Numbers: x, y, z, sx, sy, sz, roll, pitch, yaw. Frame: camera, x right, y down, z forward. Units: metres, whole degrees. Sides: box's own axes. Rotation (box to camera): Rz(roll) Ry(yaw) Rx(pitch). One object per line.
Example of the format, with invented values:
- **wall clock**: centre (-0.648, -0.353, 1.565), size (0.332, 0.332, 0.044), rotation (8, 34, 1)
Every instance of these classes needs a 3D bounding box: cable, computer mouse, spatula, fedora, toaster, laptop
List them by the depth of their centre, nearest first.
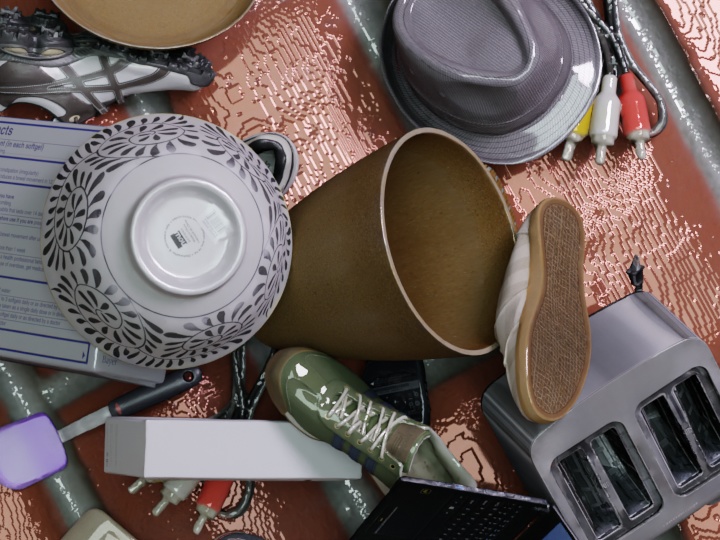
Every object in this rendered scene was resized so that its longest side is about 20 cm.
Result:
- **laptop**: centre (0.096, 0.262, 1.536), size (0.200, 0.177, 0.103), rotation (11, 55, -16)
- **toaster**: centre (0.216, 0.129, 1.563), size (0.181, 0.119, 0.200), rotation (-32, 116, -6)
- **fedora**: centre (0.102, -0.193, 1.600), size (0.177, 0.090, 0.200), rotation (-45, 72, 2)
- **cable**: centre (-0.108, 0.132, 1.611), size (0.097, 0.050, 0.200), rotation (32, 85, 0)
- **spatula**: centre (-0.226, 0.128, 1.612), size (0.200, 0.021, 0.057), rotation (-24, 86, 5)
- **computer mouse**: centre (0.026, 0.058, 1.638), size (0.059, 0.034, 0.200), rotation (-9, 81, 13)
- **cable**: centre (0.221, -0.190, 1.644), size (0.097, 0.050, 0.200), rotation (0, 87, -2)

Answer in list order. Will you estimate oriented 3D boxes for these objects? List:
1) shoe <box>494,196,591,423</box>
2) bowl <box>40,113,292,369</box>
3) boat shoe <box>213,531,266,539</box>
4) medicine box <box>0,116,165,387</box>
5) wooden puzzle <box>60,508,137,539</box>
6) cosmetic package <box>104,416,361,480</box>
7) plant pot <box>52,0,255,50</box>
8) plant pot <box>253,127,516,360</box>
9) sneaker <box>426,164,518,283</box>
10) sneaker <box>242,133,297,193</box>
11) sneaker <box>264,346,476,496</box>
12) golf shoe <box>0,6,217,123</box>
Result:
- **shoe**: centre (0.145, 0.037, 1.513), size (0.070, 0.053, 0.200), rotation (26, 55, -26)
- **bowl**: centre (-0.138, -0.023, 1.430), size (0.201, 0.094, 0.201), rotation (0, 89, -16)
- **boat shoe**: centre (-0.053, 0.300, 1.597), size (0.071, 0.063, 0.200), rotation (-43, 88, -3)
- **medicine box**: centre (-0.244, -0.019, 1.550), size (0.182, 0.103, 0.200), rotation (8, 84, 29)
- **wooden puzzle**: centre (-0.213, 0.332, 1.598), size (0.200, 0.037, 0.185), rotation (41, 85, 0)
- **cosmetic package**: centre (-0.104, 0.148, 1.553), size (0.200, 0.083, 0.051), rotation (4, 84, -31)
- **plant pot**: centre (-0.181, -0.267, 1.616), size (0.200, 0.027, 0.200), rotation (5, 61, -8)
- **plant pot**: centre (0.000, 0.000, 1.553), size (0.200, 0.186, 0.187), rotation (-18, 86, 37)
- **sneaker**: centre (0.107, 0.011, 1.631), size (0.088, 0.076, 0.200), rotation (-22, 86, 14)
- **sneaker**: centre (-0.134, -0.044, 1.597), size (0.076, 0.088, 0.200), rotation (40, 86, -2)
- **sneaker**: centre (0.018, 0.130, 1.527), size (0.200, 0.090, 0.067), rotation (44, 67, -24)
- **golf shoe**: centre (-0.227, -0.167, 1.623), size (0.200, 0.078, 0.095), rotation (8, 116, -13)
